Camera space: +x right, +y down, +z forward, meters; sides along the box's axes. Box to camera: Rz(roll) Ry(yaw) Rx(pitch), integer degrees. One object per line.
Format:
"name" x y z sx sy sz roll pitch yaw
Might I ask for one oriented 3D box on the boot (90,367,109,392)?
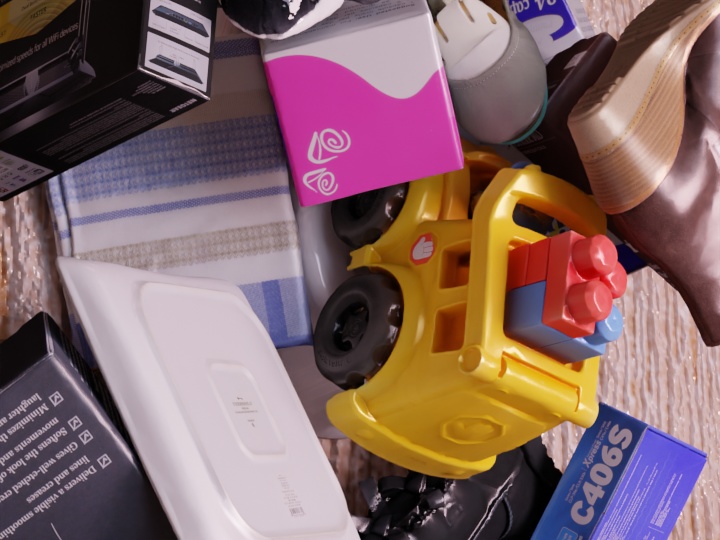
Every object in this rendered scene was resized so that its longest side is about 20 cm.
"boot" -0.091 0.138 1.310 0.200 0.097 0.075 55 53 -24

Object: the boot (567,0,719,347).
"boot" 0.212 -0.074 1.344 0.200 0.072 0.167 -47 110 -32

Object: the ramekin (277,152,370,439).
"ramekin" 0.000 0.000 1.461 0.200 0.098 0.201 17 64 -39

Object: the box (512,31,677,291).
"box" 0.189 -0.053 1.414 0.200 0.100 0.075 42 81 -7

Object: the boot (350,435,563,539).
"boot" 0.067 0.180 1.473 0.163 0.073 0.198 -54 136 -26

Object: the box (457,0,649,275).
"box" 0.131 -0.090 1.560 0.201 0.105 0.184 66 11 -2

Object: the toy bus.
"toy bus" 0.082 0.002 1.333 0.135 0.192 0.201 24 59 -34

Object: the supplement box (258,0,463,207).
"supplement box" -0.007 -0.131 1.367 0.200 0.103 0.101 -106 -178 -64

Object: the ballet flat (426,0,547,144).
"ballet flat" 0.064 -0.151 1.400 0.064 0.067 0.200 43 21 -33

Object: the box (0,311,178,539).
"box" -0.163 0.150 1.191 0.148 0.107 0.200 -36 104 -2

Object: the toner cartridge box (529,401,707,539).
"toner cartridge box" 0.147 0.191 1.485 0.095 0.043 0.200 27 89 -52

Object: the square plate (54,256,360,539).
"square plate" -0.070 0.081 1.226 0.199 0.028 0.200 63 18 14

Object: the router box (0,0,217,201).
"router box" -0.159 -0.143 1.285 0.052 0.200 0.158 21 62 -38

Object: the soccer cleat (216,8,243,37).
"soccer cleat" -0.090 -0.129 1.446 0.077 0.069 0.201 9 66 -45

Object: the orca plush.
"orca plush" -0.030 -0.192 1.285 0.200 0.105 0.071 -39 136 -57

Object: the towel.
"towel" -0.114 -0.040 1.363 0.146 0.024 0.201 -10 79 -6

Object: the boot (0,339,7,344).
"boot" -0.166 0.129 1.268 0.074 0.075 0.200 -38 103 -47
